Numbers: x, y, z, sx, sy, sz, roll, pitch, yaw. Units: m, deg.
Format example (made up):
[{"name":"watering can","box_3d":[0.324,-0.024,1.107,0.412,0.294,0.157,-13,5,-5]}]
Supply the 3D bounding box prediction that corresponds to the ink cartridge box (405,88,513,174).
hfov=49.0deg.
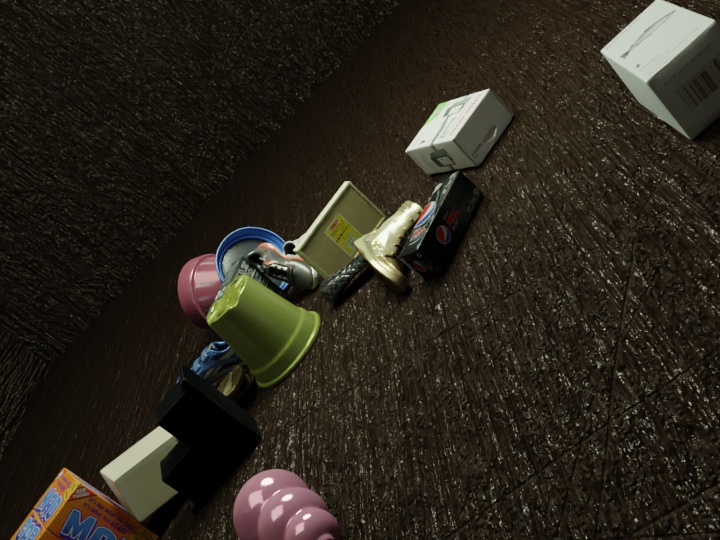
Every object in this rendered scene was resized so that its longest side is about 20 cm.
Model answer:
[{"name":"ink cartridge box","box_3d":[0.207,-0.290,1.676,0.146,0.084,0.199,-54,21,-15]}]

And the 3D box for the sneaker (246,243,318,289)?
[{"name":"sneaker","box_3d":[-0.190,0.001,1.862,0.198,0.078,0.082,22,28,31]}]

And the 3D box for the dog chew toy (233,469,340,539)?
[{"name":"dog chew toy","box_3d":[-0.097,0.357,1.115,0.199,0.125,0.125,5,55,55]}]

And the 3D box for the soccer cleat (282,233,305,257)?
[{"name":"soccer cleat","box_3d":[-0.156,-0.053,1.990,0.068,0.085,0.201,-39,23,22]}]

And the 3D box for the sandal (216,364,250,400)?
[{"name":"sandal","box_3d":[-0.275,0.255,1.750,0.080,0.054,0.200,-45,5,-5]}]

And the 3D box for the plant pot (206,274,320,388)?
[{"name":"plant pot","box_3d":[-0.218,0.114,1.682,0.200,0.184,0.201,-41,21,19]}]

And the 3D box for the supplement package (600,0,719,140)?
[{"name":"supplement package","box_3d":[0.452,-0.295,1.141,0.117,0.117,0.201,-42,21,16]}]

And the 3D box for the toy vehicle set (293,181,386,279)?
[{"name":"toy vehicle set","box_3d":[-0.043,-0.082,1.760,0.201,0.124,0.026,-54,21,-15]}]

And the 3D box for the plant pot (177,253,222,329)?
[{"name":"plant pot","box_3d":[-0.354,0.044,2.100,0.177,0.201,0.201,-14,36,32]}]

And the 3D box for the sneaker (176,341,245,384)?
[{"name":"sneaker","box_3d":[-0.355,0.216,1.866,0.199,0.083,0.074,-30,27,-1]}]

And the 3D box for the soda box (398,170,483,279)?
[{"name":"soda box","box_3d":[0.148,-0.085,1.451,0.063,0.071,0.201,-22,33,55]}]

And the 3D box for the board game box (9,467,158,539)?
[{"name":"board game box","box_3d":[-0.567,0.552,1.592,0.201,0.200,0.199,-56,21,-21]}]

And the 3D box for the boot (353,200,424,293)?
[{"name":"boot","box_3d":[0.083,-0.051,1.526,0.155,0.073,0.200,-39,30,0]}]

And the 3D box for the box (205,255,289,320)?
[{"name":"box","box_3d":[-0.261,0.085,1.855,0.043,0.160,0.201,-33,26,34]}]

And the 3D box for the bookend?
[{"name":"bookend","box_3d":[-0.331,0.323,1.522,0.200,0.198,0.092,-49,23,0]}]

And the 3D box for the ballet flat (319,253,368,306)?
[{"name":"ballet flat","box_3d":[0.000,0.000,1.659,0.199,0.057,0.066,-36,-4,19]}]

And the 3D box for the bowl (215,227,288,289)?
[{"name":"bowl","box_3d":[-0.269,-0.013,2.007,0.202,0.199,0.039,-61,1,-30]}]

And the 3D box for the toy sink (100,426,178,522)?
[{"name":"toy sink","box_3d":[-0.413,0.406,1.635,0.199,0.113,0.130,-37,15,-28]}]
